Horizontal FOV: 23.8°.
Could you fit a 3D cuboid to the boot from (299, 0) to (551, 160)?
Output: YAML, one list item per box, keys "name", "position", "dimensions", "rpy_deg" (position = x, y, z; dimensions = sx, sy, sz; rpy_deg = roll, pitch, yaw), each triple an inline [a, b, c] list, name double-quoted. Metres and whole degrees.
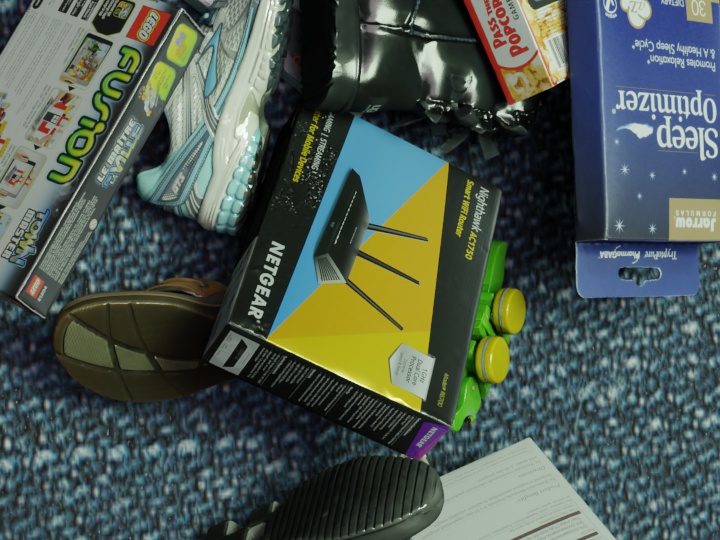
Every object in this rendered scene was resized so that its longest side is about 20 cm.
- name: "boot"
  position: [0.044, -0.178, 1.101]
  dimensions: [0.162, 0.073, 0.200]
  rpy_deg: [5, 81, -27]

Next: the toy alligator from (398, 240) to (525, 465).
- name: "toy alligator"
  position: [0.066, 0.070, 1.107]
  dimensions: [0.054, 0.059, 0.201]
  rpy_deg: [60, 42, -44]

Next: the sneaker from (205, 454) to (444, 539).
- name: "sneaker"
  position: [-0.020, 0.179, 1.046]
  dimensions: [0.089, 0.199, 0.074]
  rpy_deg: [52, 31, -21]

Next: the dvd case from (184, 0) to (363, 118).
- name: "dvd case"
  position: [-0.006, -0.216, 1.138]
  dimensions: [0.146, 0.022, 0.201]
  rpy_deg: [37, 76, -11]

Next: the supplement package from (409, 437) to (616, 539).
- name: "supplement package"
  position: [0.110, 0.219, 1.037]
  dimensions: [0.109, 0.200, 0.114]
  rpy_deg: [-21, 131, -17]

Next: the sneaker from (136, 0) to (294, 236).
- name: "sneaker"
  position: [-0.093, -0.127, 1.068]
  dimensions: [0.086, 0.078, 0.201]
  rpy_deg: [12, 93, 1]

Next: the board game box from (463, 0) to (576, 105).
- name: "board game box"
  position: [0.118, -0.226, 1.099]
  dimensions: [0.151, 0.046, 0.201]
  rpy_deg: [-26, 94, -38]

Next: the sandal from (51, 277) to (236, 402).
- name: "sandal"
  position: [-0.102, 0.031, 1.069]
  dimensions: [0.199, 0.055, 0.082]
  rpy_deg: [-9, 130, -30]

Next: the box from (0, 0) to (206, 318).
- name: "box"
  position: [-0.189, -0.081, 1.033]
  dimensions: [0.110, 0.035, 0.201]
  rpy_deg: [22, 77, 29]

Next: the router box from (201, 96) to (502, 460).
- name: "router box"
  position: [0.000, 0.000, 1.059]
  dimensions: [0.149, 0.051, 0.201]
  rpy_deg: [25, 48, -12]

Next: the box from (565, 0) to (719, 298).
- name: "box"
  position: [0.182, -0.084, 1.074]
  dimensions: [0.121, 0.032, 0.201]
  rpy_deg: [-1, 89, -40]
